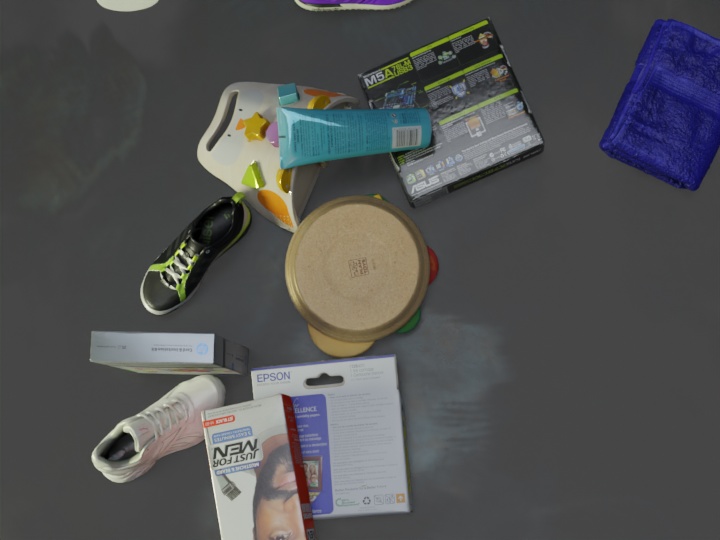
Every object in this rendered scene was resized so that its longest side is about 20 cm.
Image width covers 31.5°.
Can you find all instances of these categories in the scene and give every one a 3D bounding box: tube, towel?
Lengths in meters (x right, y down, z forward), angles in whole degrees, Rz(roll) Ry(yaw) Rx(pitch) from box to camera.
[{"bbox_3d":[-0.009,-0.176,1.637,0.198,0.050,0.078,-5,92,-14],"label":"tube"},{"bbox_3d":[0.417,-0.220,1.674,0.146,0.050,0.202,25,84,11],"label":"towel"}]

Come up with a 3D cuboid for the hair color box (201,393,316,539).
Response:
[{"bbox_3d":[-0.127,0.266,1.602,0.110,0.064,0.202,-13,80,7],"label":"hair color box"}]

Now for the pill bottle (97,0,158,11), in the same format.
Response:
[{"bbox_3d":[-0.329,-0.471,1.765,0.113,0.114,0.203,-8,79,5],"label":"pill bottle"}]

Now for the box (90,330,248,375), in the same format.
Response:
[{"bbox_3d":[-0.236,0.106,1.610,0.154,0.200,0.042,1,83,6],"label":"box"}]

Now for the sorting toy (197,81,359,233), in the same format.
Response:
[{"bbox_3d":[-0.128,-0.179,1.715,0.179,0.107,0.202,20,82,27],"label":"sorting toy"}]

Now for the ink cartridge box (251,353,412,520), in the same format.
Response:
[{"bbox_3d":[-0.038,0.219,1.650,0.195,0.047,0.203,-6,78,8],"label":"ink cartridge box"}]

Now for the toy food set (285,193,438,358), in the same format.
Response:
[{"bbox_3d":[0.000,0.000,1.677,0.196,0.049,0.201,-28,82,-2],"label":"toy food set"}]

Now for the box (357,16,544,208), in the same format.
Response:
[{"bbox_3d":[0.120,-0.211,1.707,0.198,0.048,0.195,-24,76,3],"label":"box"}]

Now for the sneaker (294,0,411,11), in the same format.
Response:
[{"bbox_3d":[-0.001,-0.398,1.724,0.198,0.100,0.070,-8,81,5],"label":"sneaker"}]

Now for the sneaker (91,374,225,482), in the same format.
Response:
[{"bbox_3d":[-0.260,0.206,1.646,0.199,0.099,0.078,-38,78,-1],"label":"sneaker"}]

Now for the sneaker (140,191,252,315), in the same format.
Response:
[{"bbox_3d":[-0.226,-0.030,1.692,0.072,0.083,0.200,40,86,11],"label":"sneaker"}]
